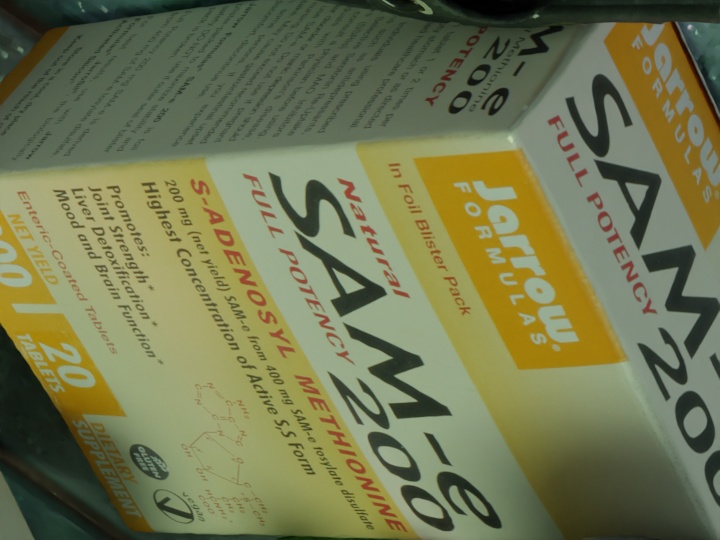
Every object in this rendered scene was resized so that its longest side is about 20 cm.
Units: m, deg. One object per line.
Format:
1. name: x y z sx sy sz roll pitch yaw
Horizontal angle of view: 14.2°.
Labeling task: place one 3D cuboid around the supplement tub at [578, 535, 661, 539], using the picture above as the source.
1. supplement tub: 0.090 0.134 0.684 0.200 0.123 0.122 22 156 -39

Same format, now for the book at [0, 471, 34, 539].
1. book: -0.128 0.070 0.835 0.200 0.048 0.134 -124 23 -45

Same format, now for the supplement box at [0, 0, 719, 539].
1. supplement box: 0.000 0.000 0.725 0.200 0.074 0.126 -4 127 41

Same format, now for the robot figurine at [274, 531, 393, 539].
1. robot figurine: 0.004 0.139 0.797 0.175 0.116 0.200 -8 161 13

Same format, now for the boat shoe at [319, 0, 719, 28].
1. boat shoe: 0.028 -0.083 0.630 0.200 0.057 0.069 0 129 39
